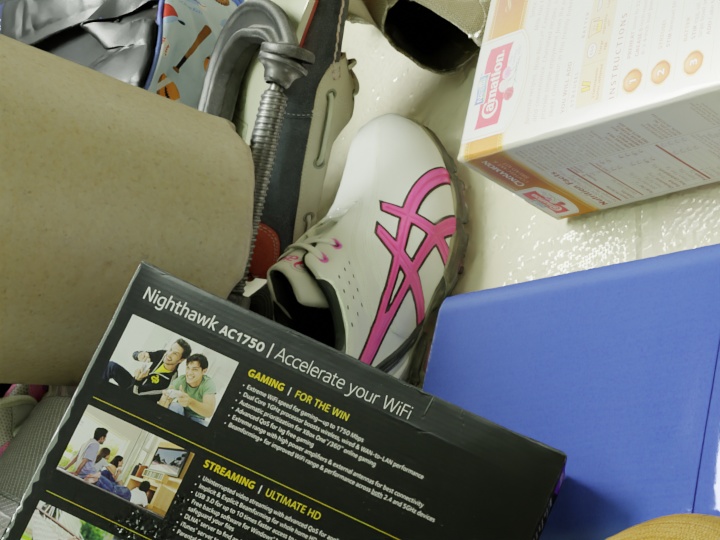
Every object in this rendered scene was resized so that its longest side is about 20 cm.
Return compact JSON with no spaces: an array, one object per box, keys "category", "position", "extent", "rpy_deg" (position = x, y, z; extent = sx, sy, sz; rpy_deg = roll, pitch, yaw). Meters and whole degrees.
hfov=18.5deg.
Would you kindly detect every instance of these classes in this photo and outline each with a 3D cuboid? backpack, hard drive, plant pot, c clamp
[{"category":"backpack","position":[-0.136,-0.081,1.259],"extent":[0.190,0.153,0.201],"rpy_deg":[-39,44,43]},{"category":"hard drive","position":[0.099,0.061,0.963],"extent":[0.199,0.025,0.133],"rpy_deg":[-13,57,48]},{"category":"plant pot","position":[-0.155,-0.025,1.036],"extent":[0.200,0.182,0.202],"rpy_deg":[-169,90,-69]},{"category":"c clamp","position":[-0.059,-0.040,1.092],"extent":[0.171,0.027,0.201],"rpy_deg":[179,103,-69]}]

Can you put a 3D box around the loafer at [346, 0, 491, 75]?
[{"category":"loafer","position":[0.028,-0.144,1.155],"extent":[0.200,0.076,0.068],"rpy_deg":[10,68,55]}]

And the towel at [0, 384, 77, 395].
[{"category":"towel","position":[-0.199,0.051,1.193],"extent":[0.023,0.152,0.201],"rpy_deg":[-108,32,-53]}]

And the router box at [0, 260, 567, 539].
[{"category":"router box","position":[-0.033,0.105,0.914],"extent":[0.051,0.199,0.150],"rpy_deg":[82,-146,-76]}]

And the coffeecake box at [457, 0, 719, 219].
[{"category":"coffeecake box","position":[0.148,-0.120,0.984],"extent":[0.199,0.073,0.154],"rpy_deg":[-13,57,48]}]

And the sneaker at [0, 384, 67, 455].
[{"category":"sneaker","position":[-0.183,0.089,1.158],"extent":[0.088,0.200,0.082],"rpy_deg":[-41,33,19]}]

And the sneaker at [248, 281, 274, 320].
[{"category":"sneaker","position":[-0.086,0.076,1.132],"extent":[0.201,0.098,0.071],"rpy_deg":[-55,33,7]}]

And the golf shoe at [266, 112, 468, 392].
[{"category":"golf shoe","position":[0.000,0.000,1.078],"extent":[0.072,0.092,0.201],"rpy_deg":[-27,46,40]}]

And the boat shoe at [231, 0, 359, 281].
[{"category":"boat shoe","position":[-0.034,-0.088,1.157],"extent":[0.071,0.062,0.201],"rpy_deg":[47,124,59]}]

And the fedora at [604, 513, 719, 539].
[{"category":"fedora","position":[0.112,0.191,0.806],"extent":[0.200,0.082,0.201],"rpy_deg":[-37,35,32]}]

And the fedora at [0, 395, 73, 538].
[{"category":"fedora","position":[-0.095,0.119,1.030],"extent":[0.199,0.177,0.091],"rpy_deg":[26,81,14]}]
